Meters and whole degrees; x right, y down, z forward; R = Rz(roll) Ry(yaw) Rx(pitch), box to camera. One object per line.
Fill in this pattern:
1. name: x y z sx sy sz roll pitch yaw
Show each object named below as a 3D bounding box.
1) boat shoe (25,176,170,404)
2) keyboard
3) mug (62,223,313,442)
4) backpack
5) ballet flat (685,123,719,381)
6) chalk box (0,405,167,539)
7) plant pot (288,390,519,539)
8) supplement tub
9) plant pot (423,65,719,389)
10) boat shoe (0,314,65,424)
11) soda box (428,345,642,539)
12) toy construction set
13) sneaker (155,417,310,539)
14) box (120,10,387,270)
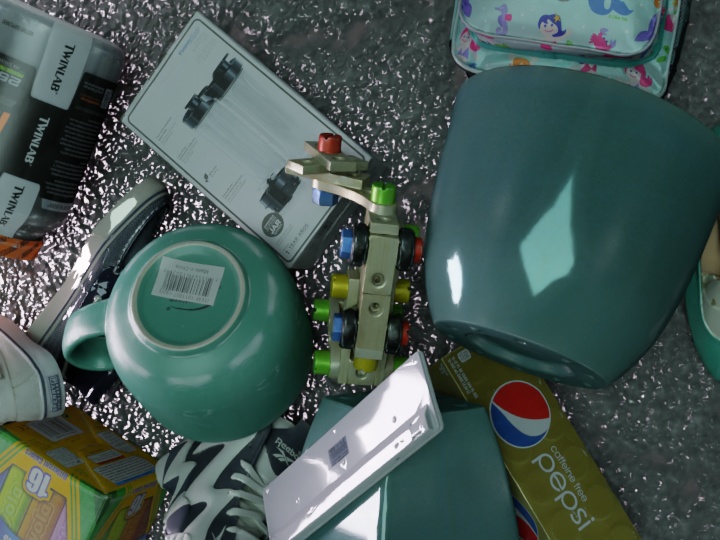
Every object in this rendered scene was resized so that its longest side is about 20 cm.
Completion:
1. boat shoe: -0.204 0.022 0.833 0.092 0.075 0.201 40 107 5
2. keyboard: -0.012 0.130 0.649 0.200 0.011 0.057 -46 39 36
3. mug: -0.131 0.051 0.735 0.184 0.115 0.153 -33 65 -10
4. backpack: 0.160 -0.228 0.700 0.175 0.150 0.203 14 88 16
5. ballet flat: 0.272 -0.010 0.701 0.066 0.070 0.204 -3 89 14
6. chalk box: -0.269 0.239 0.815 0.123 0.124 0.202 26 97 14
7. plant pot: 0.027 0.194 0.692 0.140 0.140 0.204 7 97 55
8. supplement tub: -0.291 -0.120 0.825 0.121 0.122 0.203 23 95 14
9. plant pot: 0.132 -0.016 0.652 0.198 0.201 0.163 18 78 14
10. boat shoe: -0.317 0.087 0.809 0.199 0.069 0.072 18 113 50
11. soda box: 0.128 0.144 0.729 0.067 0.064 0.202 -28 82 -22
12. toy construction set: 0.000 0.000 0.713 0.091 0.131 0.203 -8 110 -1
13. sneaker: -0.084 0.176 0.753 0.129 0.199 0.080 -39 115 -1
14. box: -0.090 -0.108 0.804 0.199 0.060 0.117 39 99 12
